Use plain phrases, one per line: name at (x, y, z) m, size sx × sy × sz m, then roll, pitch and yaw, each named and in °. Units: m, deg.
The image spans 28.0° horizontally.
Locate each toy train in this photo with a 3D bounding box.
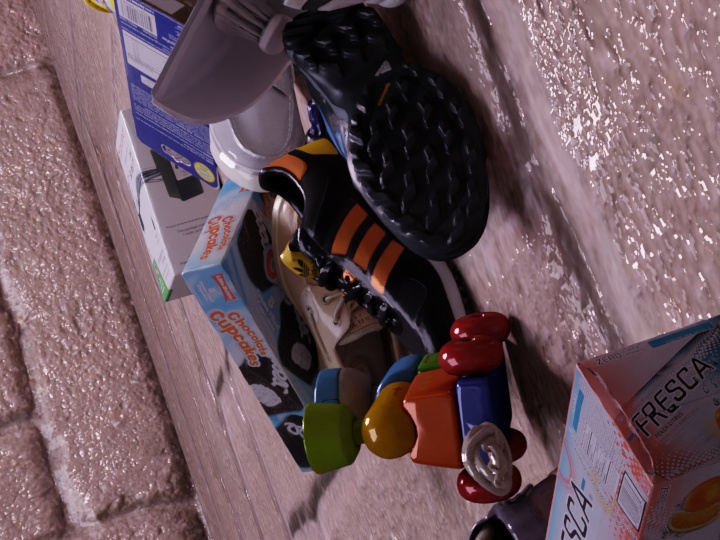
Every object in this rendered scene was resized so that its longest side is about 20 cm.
toy train at (0.022, 0.082, 0.747) m, size 0.200 × 0.116 × 0.085 m, roll -44°, pitch -55°, yaw -78°

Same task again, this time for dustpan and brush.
dustpan and brush at (-0.052, -0.148, 0.893) m, size 0.057 × 0.140 × 0.200 m, roll 30°, pitch -172°, yaw 3°

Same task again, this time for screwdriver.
screwdriver at (-0.035, -0.133, 1.006) m, size 0.029 × 0.028 × 0.200 m, roll 39°, pitch 147°, yaw 50°

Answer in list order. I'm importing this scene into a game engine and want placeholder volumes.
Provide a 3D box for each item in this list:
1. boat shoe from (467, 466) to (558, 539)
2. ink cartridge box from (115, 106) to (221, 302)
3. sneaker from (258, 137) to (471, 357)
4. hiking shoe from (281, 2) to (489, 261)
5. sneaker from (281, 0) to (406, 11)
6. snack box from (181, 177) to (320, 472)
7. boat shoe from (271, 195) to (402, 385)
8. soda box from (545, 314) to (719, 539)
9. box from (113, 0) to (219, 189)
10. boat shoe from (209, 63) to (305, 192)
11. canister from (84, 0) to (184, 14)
boat shoe at (0.091, 0.159, 0.803) m, size 0.200 × 0.065 × 0.072 m, roll 105°, pitch 145°, yaw -65°
ink cartridge box at (-0.207, -0.081, 1.622) m, size 0.147 × 0.083 × 0.200 m, roll 131°, pitch 122°, yaw -73°
sneaker at (0.000, 0.000, 0.910) m, size 0.070 × 0.090 × 0.200 m, roll 95°, pitch 155°, yaw -56°
hiking shoe at (0.025, -0.073, 0.807) m, size 0.200 × 0.074 × 0.087 m, roll 64°, pitch -177°, yaw 40°
sneaker at (-0.021, -0.226, 0.753) m, size 0.074 × 0.080 × 0.200 m, roll -128°, pitch 26°, yaw -58°
snack box at (-0.057, 0.038, 1.069) m, size 0.200 × 0.037 × 0.116 m, roll 62°, pitch -153°, yaw -31°
boat shoe at (-0.007, 0.029, 1.028) m, size 0.065 × 0.072 × 0.200 m, roll 14°, pitch 122°, yaw 61°
soda box at (0.124, 0.111, 0.613) m, size 0.200 × 0.068 × 0.064 m, roll 90°, pitch 158°, yaw -49°
box at (-0.178, -0.180, 1.396) m, size 0.121 × 0.032 × 0.200 m, roll 32°, pitch 145°, yaw 25°
boat shoe at (-0.084, -0.142, 1.076) m, size 0.072 × 0.070 × 0.201 m, roll 90°, pitch 169°, yaw -45°
canister at (-0.245, -0.332, 1.470) m, size 0.200 × 0.086 × 0.149 m, roll -144°, pitch 39°, yaw -65°
